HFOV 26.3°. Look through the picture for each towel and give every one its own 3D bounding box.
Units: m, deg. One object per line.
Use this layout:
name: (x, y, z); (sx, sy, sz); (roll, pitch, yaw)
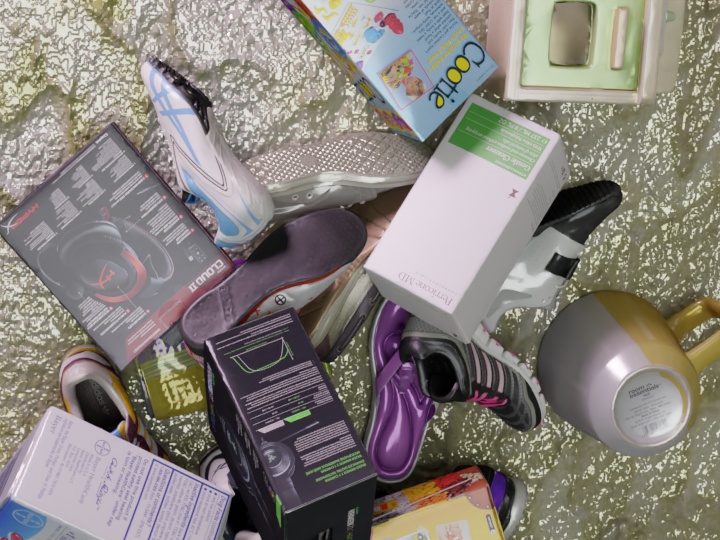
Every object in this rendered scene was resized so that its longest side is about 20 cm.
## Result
towel: (-0.133, 0.064, 1.527); (0.197, 0.023, 0.146); (-12, 104, -5)

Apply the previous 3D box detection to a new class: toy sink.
toy sink: (0.227, -0.228, 1.462); (0.197, 0.112, 0.132); (2, 104, -9)

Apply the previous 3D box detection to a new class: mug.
mug: (0.273, 0.095, 1.528); (0.148, 0.153, 0.188); (25, 99, -13)

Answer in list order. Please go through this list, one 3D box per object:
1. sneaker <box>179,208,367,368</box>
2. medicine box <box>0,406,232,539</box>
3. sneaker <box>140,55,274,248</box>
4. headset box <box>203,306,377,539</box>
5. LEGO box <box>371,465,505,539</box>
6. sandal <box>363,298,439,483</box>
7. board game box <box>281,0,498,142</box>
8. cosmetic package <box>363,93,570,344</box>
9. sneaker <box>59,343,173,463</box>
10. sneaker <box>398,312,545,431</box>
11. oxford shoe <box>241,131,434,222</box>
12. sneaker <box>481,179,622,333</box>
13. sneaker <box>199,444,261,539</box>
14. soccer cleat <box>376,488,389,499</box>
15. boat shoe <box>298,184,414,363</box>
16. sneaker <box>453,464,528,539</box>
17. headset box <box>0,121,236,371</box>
sneaker: (-0.079, 0.023, 1.458); (0.200, 0.108, 0.067); (-36, 70, -10)
medicine box: (-0.252, 0.246, 1.464); (0.198, 0.104, 0.182); (28, 142, -13)
sneaker: (-0.155, -0.111, 1.425); (0.072, 0.072, 0.201); (-36, 75, 13)
headset box: (-0.062, 0.170, 1.400); (0.092, 0.201, 0.175); (-20, 150, -16)
LEGO box: (0.080, 0.315, 1.505); (0.147, 0.077, 0.203); (-17, 96, -1)
sandal: (0.048, 0.121, 1.553); (0.081, 0.050, 0.206); (2, 103, -10)
board game box: (0.017, -0.231, 1.430); (0.105, 0.103, 0.200); (-43, 106, -4)
cosmetic package: (0.103, -0.049, 1.454); (0.107, 0.085, 0.201); (26, 76, 23)
sneaker: (-0.237, 0.172, 1.502); (0.074, 0.090, 0.202); (-29, 106, 0)
sneaker: (0.105, 0.107, 1.522); (0.200, 0.073, 0.088); (47, 59, -27)
oxford shoe: (-0.023, -0.088, 1.487); (0.197, 0.076, 0.058); (-11, 132, -10)
sneaker: (0.185, -0.012, 1.533); (0.199, 0.074, 0.089); (-34, 106, 11)
sneaker: (-0.085, 0.268, 1.528); (0.079, 0.130, 0.200); (-31, 106, 2)
soccer cleat: (0.005, 0.245, 1.576); (0.080, 0.067, 0.202); (-26, 113, -12)
boat shoe: (0.000, 0.000, 1.510); (0.065, 0.072, 0.201); (39, 81, -42)
sneaker: (0.087, 0.289, 1.576); (0.099, 0.069, 0.202); (28, 83, -27)
headset box: (-0.222, -0.016, 1.451); (0.148, 0.075, 0.200); (-42, 99, -2)
